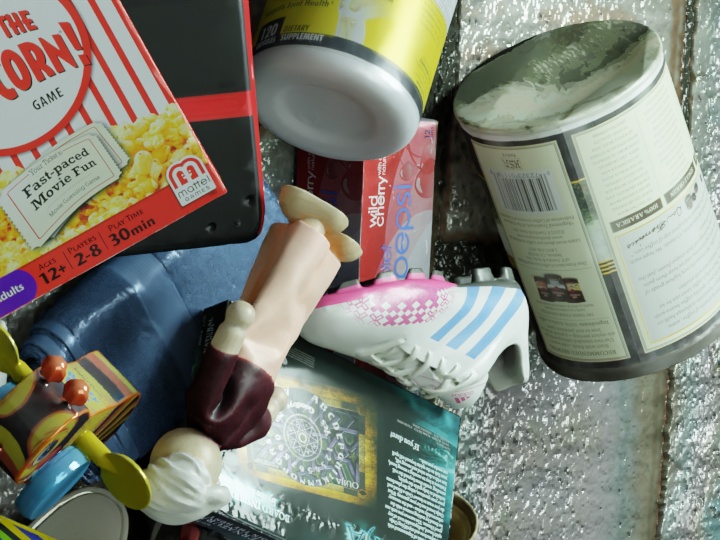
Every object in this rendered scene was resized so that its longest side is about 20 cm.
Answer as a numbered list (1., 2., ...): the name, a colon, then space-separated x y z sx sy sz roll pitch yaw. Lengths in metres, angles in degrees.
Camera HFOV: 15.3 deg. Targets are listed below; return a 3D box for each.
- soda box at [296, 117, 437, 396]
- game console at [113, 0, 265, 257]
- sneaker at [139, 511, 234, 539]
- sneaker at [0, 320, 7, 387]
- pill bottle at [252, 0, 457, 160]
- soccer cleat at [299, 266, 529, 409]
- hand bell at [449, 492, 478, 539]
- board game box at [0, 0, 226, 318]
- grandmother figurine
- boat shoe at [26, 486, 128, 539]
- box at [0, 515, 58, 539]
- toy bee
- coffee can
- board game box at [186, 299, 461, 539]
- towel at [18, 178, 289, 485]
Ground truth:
1. soda box: 0.000 0.000 1.715 0.070 0.063 0.200 -3 98 -45
2. game console: -0.157 -0.093 1.506 0.200 0.031 0.177 -6 108 -9
3. sneaker: -0.086 0.133 1.648 0.071 0.098 0.201 39 48 -26
4. sneaker: -0.269 0.041 1.463 0.200 0.075 0.100 25 73 -52
5. pill bottle: 0.004 -0.176 1.645 0.112 0.112 0.200 43 53 -40
6. soccer cleat: 0.040 0.044 1.659 0.200 0.070 0.086 -3 81 -48
7. hand bell: 0.025 0.251 1.782 0.104 0.104 0.200 -24 125 -39
8. board game box: -0.187 -0.094 1.459 0.151 0.046 0.200 -30 110 -1
9. grandmother figurine: -0.067 0.057 1.521 0.200 0.061 0.121 -60 147 -19
10. boat shoe: -0.200 0.218 1.570 0.067 0.057 0.200 29 69 -6
11. box: -0.158 0.193 1.517 0.200 0.070 0.064 24 80 -8
12. toy bee: -0.165 0.086 1.435 0.131 0.109 0.200 35 30 -12
13. coffee can: 0.162 -0.047 1.806 0.146 0.146 0.200 -40 122 -33
14. board game box: -0.022 0.117 1.623 0.200 0.028 0.135 28 56 -35
15. towel: -0.119 0.028 1.615 0.200 0.049 0.112 -42 123 -31
